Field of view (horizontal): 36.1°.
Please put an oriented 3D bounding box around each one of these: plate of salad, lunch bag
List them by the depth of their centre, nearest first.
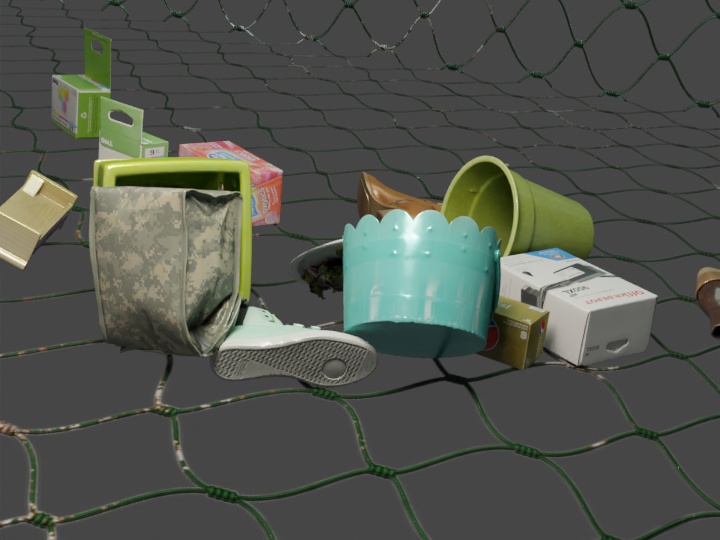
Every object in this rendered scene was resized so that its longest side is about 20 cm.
[{"bbox_3d":[-0.231,0.002,1.312,0.163,0.202,0.117,4,3,35],"label":"lunch bag"},{"bbox_3d":[0.000,0.000,1.523,0.198,0.048,0.200,-7,-19,-2],"label":"plate of salad"}]

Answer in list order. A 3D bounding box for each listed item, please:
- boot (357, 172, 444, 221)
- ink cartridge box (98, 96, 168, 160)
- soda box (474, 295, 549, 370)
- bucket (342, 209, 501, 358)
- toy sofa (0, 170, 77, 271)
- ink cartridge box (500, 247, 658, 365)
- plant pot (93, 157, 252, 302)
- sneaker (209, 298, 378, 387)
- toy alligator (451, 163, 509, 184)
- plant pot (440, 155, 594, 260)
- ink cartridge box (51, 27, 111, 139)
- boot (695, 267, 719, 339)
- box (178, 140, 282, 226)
[{"bbox_3d":[0.084,-0.112,1.902,0.154,0.077,0.200,-3,25,-19],"label":"boot"},{"bbox_3d":[-0.360,-0.169,1.746,0.103,0.202,0.059,22,25,35],"label":"ink cartridge box"},{"bbox_3d":[0.145,0.064,1.471,0.199,0.068,0.064,18,24,29],"label":"soda box"},{"bbox_3d":[0.071,0.023,1.355,0.205,0.136,0.207,5,-17,2],"label":"bucket"},{"bbox_3d":[-0.495,-0.064,1.625,0.082,0.098,0.200,29,18,-9],"label":"toy sofa"},{"bbox_3d":[0.288,0.046,1.535,0.144,0.085,0.200,-9,26,-35],"label":"ink cartridge box"},{"bbox_3d":[-0.267,-0.059,1.497,0.198,0.202,0.181,-3,13,-23],"label":"plant pot"},{"bbox_3d":[-0.079,0.081,1.341,0.199,0.074,0.118,2,27,-3],"label":"sneaker"},{"bbox_3d":[0.247,-0.171,2.153,0.199,0.059,0.054,-17,73,-49],"label":"toy alligator"},{"bbox_3d":[0.252,-0.060,1.700,0.189,0.201,0.200,9,17,-29],"label":"plant pot"},{"bbox_3d":[-0.571,-0.384,2.256,0.075,0.202,0.148,-8,24,-34],"label":"ink cartridge box"},{"bbox_3d":[0.601,0.064,1.643,0.198,0.073,0.167,8,33,0],"label":"boot"},{"bbox_3d":[-0.226,-0.149,1.886,0.102,0.095,0.200,-9,25,-33],"label":"box"}]
